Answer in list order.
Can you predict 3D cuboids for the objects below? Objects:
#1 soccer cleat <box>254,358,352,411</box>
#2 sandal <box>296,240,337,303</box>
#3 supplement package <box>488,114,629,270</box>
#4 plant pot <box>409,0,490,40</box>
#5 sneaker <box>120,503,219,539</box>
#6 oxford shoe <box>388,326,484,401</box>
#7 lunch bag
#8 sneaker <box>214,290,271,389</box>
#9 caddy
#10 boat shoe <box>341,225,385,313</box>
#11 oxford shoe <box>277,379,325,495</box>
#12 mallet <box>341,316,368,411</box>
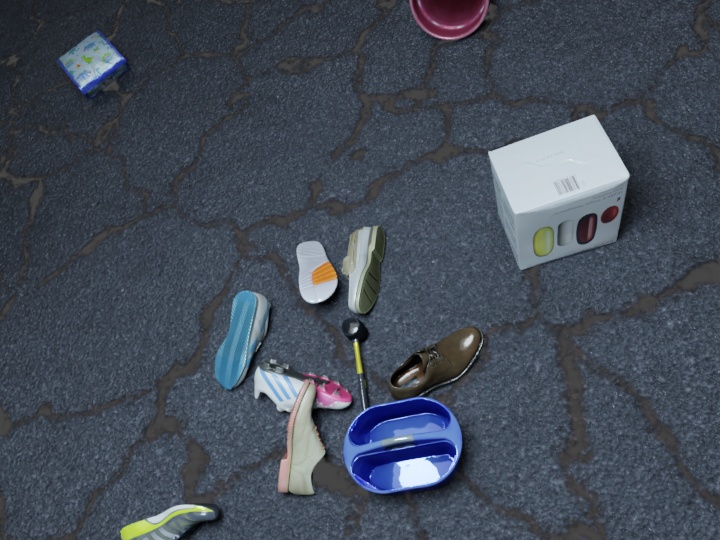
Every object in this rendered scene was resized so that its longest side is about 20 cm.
[{"bbox_3d":[-0.111,0.234,1.043,0.198,0.070,0.087,17,99,18],"label":"soccer cleat"},{"bbox_3d":[-0.091,0.012,1.163,0.078,0.060,0.207,-10,37,-5],"label":"sandal"},{"bbox_3d":[0.351,-0.132,0.997,0.190,0.200,0.148,-18,58,10],"label":"supplement package"},{"bbox_3d":[0.234,-0.713,1.382,0.198,0.201,0.180,2,47,20],"label":"plant pot"},{"bbox_3d":[-0.334,0.471,0.985,0.199,0.074,0.081,-26,63,13],"label":"sneaker"},{"bbox_3d":[0.136,0.162,0.978,0.199,0.085,0.073,-37,55,-5],"label":"oxford shoe"},{"bbox_3d":[-0.834,-0.643,1.746,0.170,0.128,0.200,-42,47,-7],"label":"lunch bag"},{"bbox_3d":[-0.233,0.145,1.126,0.076,0.081,0.202,17,88,25],"label":"sneaker"},{"bbox_3d":[0.072,0.291,0.913,0.198,0.105,0.142,-14,57,11],"label":"caddy"},{"bbox_3d":[0.000,0.000,1.128,0.068,0.075,0.201,-3,54,24],"label":"boat shoe"},{"bbox_3d":[-0.094,0.294,0.976,0.073,0.071,0.202,10,94,2],"label":"oxford shoe"},{"bbox_3d":[0.002,0.189,1.043,0.041,0.066,0.202,-14,73,13],"label":"mallet"}]
